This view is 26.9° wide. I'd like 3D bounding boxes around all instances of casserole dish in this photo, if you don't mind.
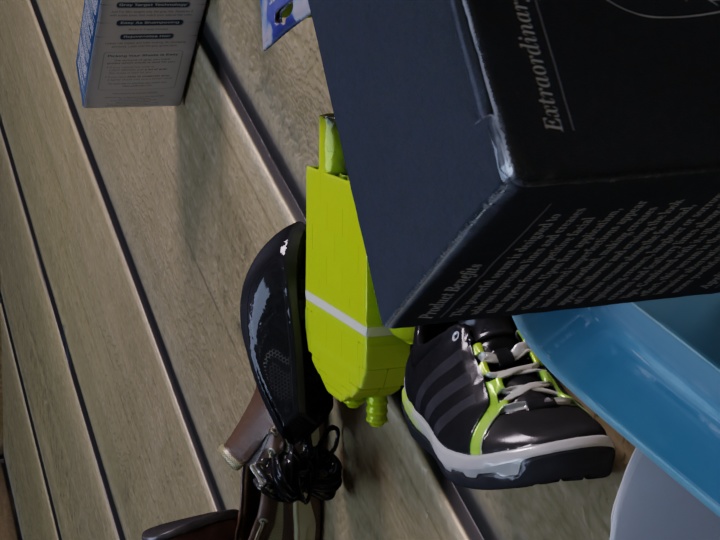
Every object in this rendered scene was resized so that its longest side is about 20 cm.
[{"bbox_3d":[0.126,0.044,0.522,0.200,0.039,0.121,40,164,26],"label":"casserole dish"}]

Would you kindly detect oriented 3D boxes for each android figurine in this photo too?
[{"bbox_3d":[0.000,0.000,0.981,0.182,0.041,0.201,-157,63,-68],"label":"android figurine"}]

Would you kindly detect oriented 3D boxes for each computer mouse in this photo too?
[{"bbox_3d":[-0.057,0.066,1.073,0.138,0.053,0.201,19,-112,-73],"label":"computer mouse"}]

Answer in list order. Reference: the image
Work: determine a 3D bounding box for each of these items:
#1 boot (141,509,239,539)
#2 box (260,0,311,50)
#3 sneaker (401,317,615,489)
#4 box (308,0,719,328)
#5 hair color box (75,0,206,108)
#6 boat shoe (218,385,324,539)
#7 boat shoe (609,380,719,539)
[{"bbox_3d":[-0.108,0.301,1.220,0.188,0.068,0.201,42,-144,-70],"label":"boot"},{"bbox_3d":[-0.039,-0.259,1.008,0.122,0.048,0.201,165,100,-70],"label":"box"},{"bbox_3d":[0.063,0.057,0.773,0.200,0.071,0.083,-163,70,-69],"label":"sneaker"},{"bbox_3d":[0.097,-0.077,0.451,0.107,0.199,0.149,127,134,-62],"label":"box"},{"bbox_3d":[-0.206,-0.234,1.409,0.200,0.100,0.061,117,144,-56],"label":"hair color box"},{"bbox_3d":[-0.072,0.137,1.169,0.075,0.075,0.203,-149,56,-66],"label":"boat shoe"},{"bbox_3d":[0.137,0.141,0.604,0.066,0.072,0.201,2,-89,-76],"label":"boat shoe"}]
